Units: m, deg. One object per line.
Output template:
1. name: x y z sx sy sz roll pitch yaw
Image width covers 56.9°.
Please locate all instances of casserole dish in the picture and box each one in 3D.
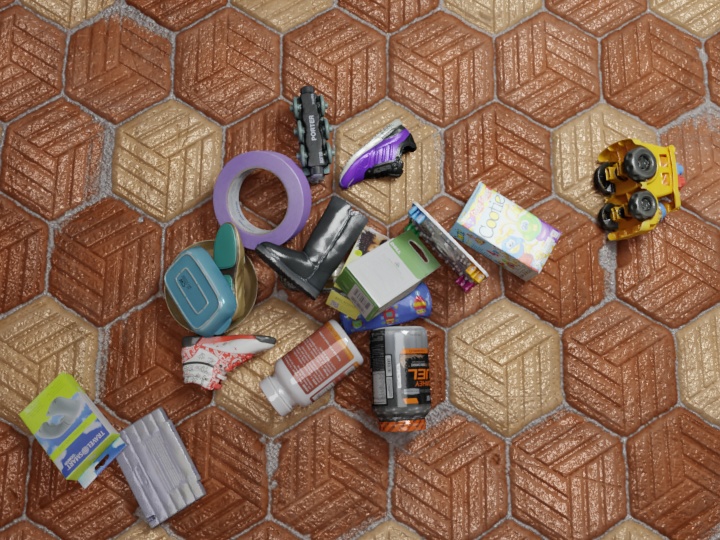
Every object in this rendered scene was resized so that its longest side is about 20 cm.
1. casserole dish: -0.331 0.042 1.344 0.121 0.039 0.201 -42 69 15

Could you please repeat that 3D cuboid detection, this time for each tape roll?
1. tape roll: -0.205 -0.147 1.390 0.196 0.066 0.204 2 100 11

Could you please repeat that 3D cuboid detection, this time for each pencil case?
1. pencil case: 0.053 0.075 1.385 0.196 0.087 0.079 -12 116 -3

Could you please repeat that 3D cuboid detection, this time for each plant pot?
1. plant pot: -0.315 0.037 1.412 0.196 0.028 0.204 0 79 -2

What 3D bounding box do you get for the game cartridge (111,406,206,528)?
1. game cartridge: -0.410 0.396 1.343 0.128 0.038 0.202 -29 82 -10

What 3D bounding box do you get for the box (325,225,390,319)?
1. box: 0.000 0.000 1.361 0.074 0.050 0.201 27 50 -3

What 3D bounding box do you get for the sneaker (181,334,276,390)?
1. sneaker: -0.270 0.189 1.366 0.197 0.067 0.110 -2 81 2

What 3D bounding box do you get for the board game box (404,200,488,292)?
1. board game box: 0.166 -0.041 1.345 0.026 0.200 0.200 -44 83 -4

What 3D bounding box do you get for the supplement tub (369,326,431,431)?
1. supplement tub: 0.080 0.218 1.338 0.120 0.123 0.204 -2 81 -1

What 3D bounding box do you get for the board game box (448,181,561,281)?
1. board game box: 0.302 -0.080 1.403 0.198 0.105 0.104 32 80 4

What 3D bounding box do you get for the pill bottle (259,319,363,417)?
1. pill bottle: -0.101 0.200 1.343 0.199 0.112 0.113 -36 82 -7

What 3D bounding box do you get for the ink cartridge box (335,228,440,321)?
1. ink cartridge box: 0.057 0.006 1.313 0.199 0.059 0.104 -31 76 -39

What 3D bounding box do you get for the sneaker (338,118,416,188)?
1. sneaker: 0.044 -0.233 1.444 0.200 0.070 0.100 -43 85 -7

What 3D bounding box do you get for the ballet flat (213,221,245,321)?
1. ballet flat: -0.267 0.003 1.373 0.068 0.063 0.204 0 86 24

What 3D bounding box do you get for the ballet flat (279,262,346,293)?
1. ballet flat: -0.073 0.014 1.398 0.196 0.072 0.073 -2 80 -1

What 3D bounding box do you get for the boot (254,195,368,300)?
1. boot: -0.095 -0.069 1.337 0.164 0.065 0.201 40 76 -20

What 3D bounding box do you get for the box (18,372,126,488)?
1. box: -0.576 0.319 1.329 0.200 0.048 0.122 42 82 18

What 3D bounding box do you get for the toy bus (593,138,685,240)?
1. toy bus: 0.618 -0.169 1.424 0.189 0.136 0.204 0 82 -17

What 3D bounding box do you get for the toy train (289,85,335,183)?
1. toy train: -0.104 -0.289 1.429 0.084 0.114 0.204 -7 81 -6
